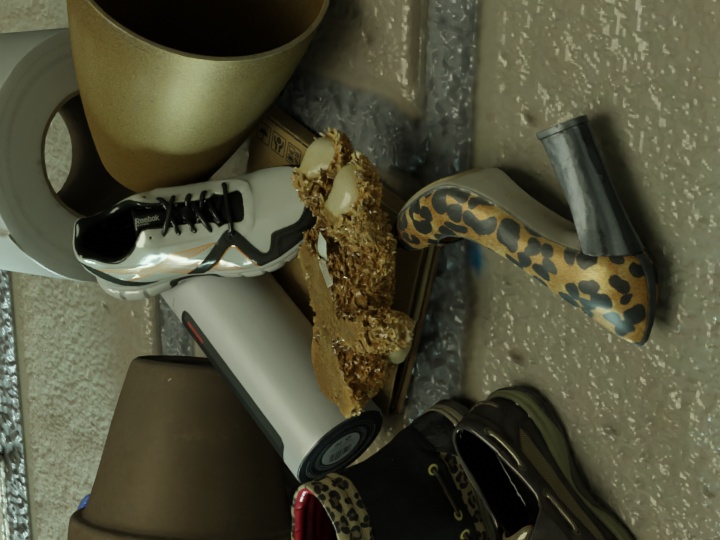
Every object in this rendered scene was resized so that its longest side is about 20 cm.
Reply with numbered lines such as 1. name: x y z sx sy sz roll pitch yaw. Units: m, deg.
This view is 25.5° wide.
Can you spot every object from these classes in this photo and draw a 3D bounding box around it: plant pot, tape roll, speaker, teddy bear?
1. plant pot: -0.138 0.161 1.307 0.199 0.199 0.176 4 90 50
2. tape roll: -0.246 -0.095 1.297 0.139 0.202 0.205 6 109 49
3. plant pot: -0.133 -0.151 1.163 0.187 0.185 0.201 51 145 23
4. speaker: -0.071 0.061 1.209 0.200 0.081 0.081 51 138 25
5. teddy bear: 0.000 0.000 1.094 0.145 0.066 0.202 19 123 65

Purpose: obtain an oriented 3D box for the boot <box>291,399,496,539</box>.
1. boot: 0.031 0.207 1.121 0.073 0.150 0.202 13 116 47

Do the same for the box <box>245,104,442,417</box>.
1. box: -0.024 -0.009 1.203 0.200 0.021 0.165 38 132 35

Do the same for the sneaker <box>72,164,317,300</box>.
1. sneaker: -0.120 -0.030 1.167 0.198 0.080 0.074 -19 67 14

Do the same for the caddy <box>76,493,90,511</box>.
1. caddy: -0.191 0.284 1.463 0.200 0.104 0.142 45 136 30

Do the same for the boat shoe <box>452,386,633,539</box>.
1. boat shoe: 0.122 0.176 1.059 0.201 0.073 0.075 58 141 16

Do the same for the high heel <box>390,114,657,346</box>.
1. high heel: 0.098 0.000 1.019 0.199 0.071 0.144 -24 87 49
